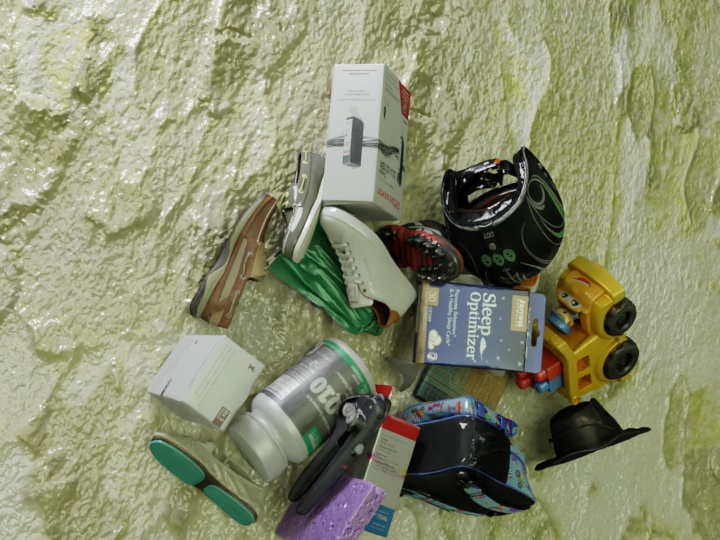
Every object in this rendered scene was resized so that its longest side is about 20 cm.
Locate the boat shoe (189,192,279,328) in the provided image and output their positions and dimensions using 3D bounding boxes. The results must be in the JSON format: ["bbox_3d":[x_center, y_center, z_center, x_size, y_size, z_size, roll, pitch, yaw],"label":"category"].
[{"bbox_3d":[-0.166,-0.010,1.433,0.073,0.076,0.202,30,83,-5],"label":"boat shoe"}]

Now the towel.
[{"bbox_3d":[0.181,0.144,1.612,0.146,0.022,0.202,34,74,-18],"label":"towel"}]

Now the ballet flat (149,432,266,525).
[{"bbox_3d":[-0.210,0.277,1.410,0.200,0.067,0.063,45,42,-19],"label":"ballet flat"}]

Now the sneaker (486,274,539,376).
[{"bbox_3d":[0.231,0.075,1.598,0.201,0.075,0.093,-59,149,-31],"label":"sneaker"}]

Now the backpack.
[{"bbox_3d":[0.166,0.289,1.513,0.198,0.181,0.137,29,57,-34],"label":"backpack"}]

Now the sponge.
[{"bbox_3d":[-0.045,0.335,1.394,0.030,0.199,0.112,39,71,-18],"label":"sponge"}]

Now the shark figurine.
[{"bbox_3d":[0.124,0.083,1.549,0.090,0.126,0.218,50,51,-59],"label":"shark figurine"}]

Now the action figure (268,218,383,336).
[{"bbox_3d":[-0.038,0.027,1.502,0.200,0.055,0.118,46,68,-11],"label":"action figure"}]

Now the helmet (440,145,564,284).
[{"bbox_3d":[0.222,-0.078,1.551,0.202,0.198,0.191,-61,139,-16],"label":"helmet"}]

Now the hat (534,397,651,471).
[{"bbox_3d":[0.354,0.249,1.605,0.197,0.201,0.082,-15,76,-25],"label":"hat"}]

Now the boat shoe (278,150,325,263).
[{"bbox_3d":[-0.085,-0.095,1.454,0.059,0.073,0.204,18,49,-2],"label":"boat shoe"}]

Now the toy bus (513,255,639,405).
[{"bbox_3d":[0.324,0.108,1.593,0.190,0.136,0.202,-27,130,-16],"label":"toy bus"}]

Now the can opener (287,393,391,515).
[{"bbox_3d":[-0.029,0.252,1.389,0.078,0.063,0.201,36,92,-36],"label":"can opener"}]

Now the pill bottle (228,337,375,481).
[{"bbox_3d":[-0.083,0.197,1.436,0.199,0.113,0.114,-39,101,-22],"label":"pill bottle"}]

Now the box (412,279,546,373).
[{"bbox_3d":[0.179,0.083,1.490,0.196,0.032,0.124,5,85,-8],"label":"box"}]

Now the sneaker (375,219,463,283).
[{"bbox_3d":[0.104,-0.033,1.494,0.096,0.200,0.072,-13,107,-25],"label":"sneaker"}]

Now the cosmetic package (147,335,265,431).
[{"bbox_3d":[-0.207,0.144,1.335,0.074,0.199,0.103,38,72,-16],"label":"cosmetic package"}]

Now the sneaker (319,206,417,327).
[{"bbox_3d":[0.000,0.000,1.450,0.201,0.072,0.085,49,65,-20],"label":"sneaker"}]

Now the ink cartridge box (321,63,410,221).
[{"bbox_3d":[0.011,-0.183,1.485,0.082,0.144,0.204,4,84,19],"label":"ink cartridge box"}]

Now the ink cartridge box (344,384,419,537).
[{"bbox_3d":[0.019,0.272,1.474,0.066,0.116,0.203,24,77,-21],"label":"ink cartridge box"}]
